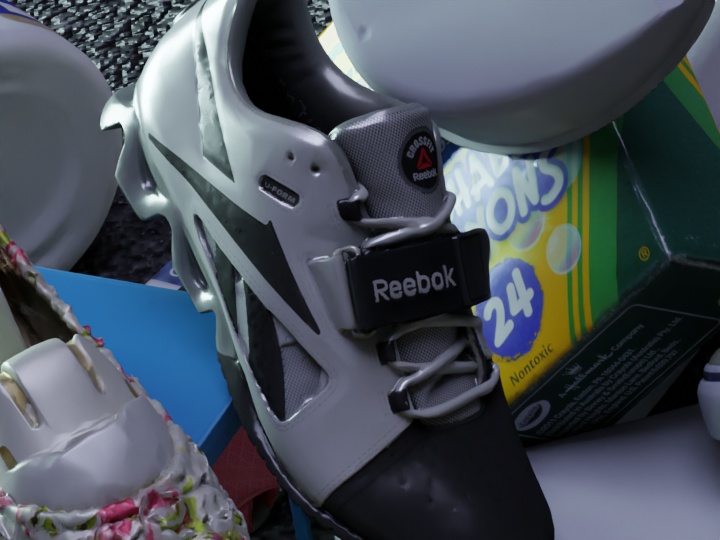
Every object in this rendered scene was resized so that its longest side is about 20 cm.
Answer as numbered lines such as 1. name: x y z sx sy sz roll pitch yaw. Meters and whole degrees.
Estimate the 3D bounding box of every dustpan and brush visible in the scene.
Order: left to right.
1. dustpan and brush: 0.022 -0.073 0.794 0.057 0.200 0.140 4 48 -51

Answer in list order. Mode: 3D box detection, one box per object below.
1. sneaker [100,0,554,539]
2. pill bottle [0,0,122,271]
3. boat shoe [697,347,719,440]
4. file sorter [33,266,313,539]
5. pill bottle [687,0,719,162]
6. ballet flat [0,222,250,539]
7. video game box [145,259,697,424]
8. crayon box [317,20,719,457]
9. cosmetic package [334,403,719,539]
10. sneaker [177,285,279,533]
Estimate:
1. sneaker: 0.000 0.000 0.746 0.074 0.089 0.200 -19 68 -45
2. pill bottle: -0.195 -0.072 1.046 0.119 0.120 0.200 -28 39 -25
3. boat shoe: 0.189 -0.004 0.767 0.199 0.062 0.072 -19 6 -7
4. file sorter: -0.130 0.085 0.810 0.199 0.123 0.139 9 39 23
5. pill bottle: 0.204 -0.034 0.848 0.199 0.116 0.116 23 34 -12
6. ballet flat: -0.094 0.037 0.709 0.075 0.064 0.200 -26 39 -24
7. video game box: 0.039 0.000 0.959 0.182 0.047 0.200 17 43 28
8. crayon box: 0.045 -0.046 0.834 0.051 0.126 0.201 10 49 -37
9. cosmetic package: 0.100 0.099 0.784 0.199 0.074 0.102 -14 36 -5
10. sneaker: -0.070 0.056 0.887 0.200 0.087 0.074 -10 22 43
